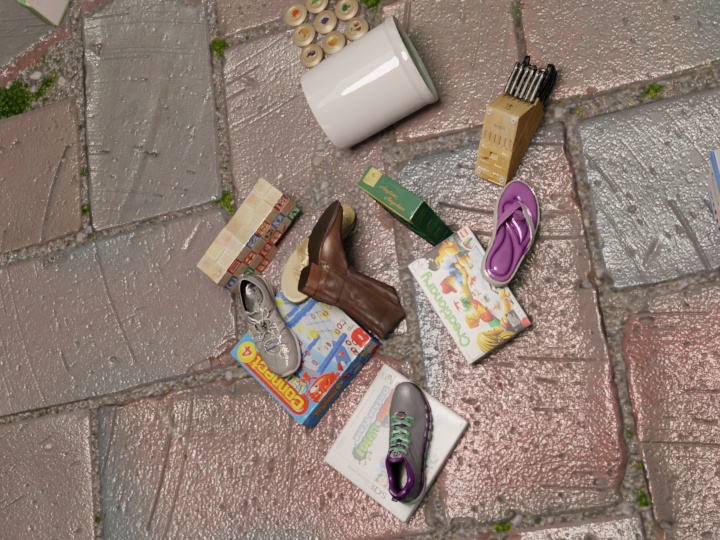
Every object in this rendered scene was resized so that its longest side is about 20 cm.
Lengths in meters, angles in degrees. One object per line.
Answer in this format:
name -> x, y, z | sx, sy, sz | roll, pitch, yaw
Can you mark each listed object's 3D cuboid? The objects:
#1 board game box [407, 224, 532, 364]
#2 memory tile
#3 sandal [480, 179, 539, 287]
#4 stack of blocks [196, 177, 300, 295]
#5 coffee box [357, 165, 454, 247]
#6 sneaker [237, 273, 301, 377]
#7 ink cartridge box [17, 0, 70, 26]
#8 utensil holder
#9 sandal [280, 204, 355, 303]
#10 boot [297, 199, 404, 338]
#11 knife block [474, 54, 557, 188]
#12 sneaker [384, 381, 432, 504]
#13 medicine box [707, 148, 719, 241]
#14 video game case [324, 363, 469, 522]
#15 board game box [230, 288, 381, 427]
board game box -> 0.185, 0.041, 1.666 | 0.126, 0.035, 0.201 | -34, 78, 9
memory tile -> -0.059, -0.463, 1.906 | 0.152, 0.017, 0.202 | -27, 70, 12
sandal -> 0.260, -0.066, 1.648 | 0.082, 0.050, 0.205 | 20, 67, -6
stack of blocks -> -0.199, -0.058, 1.804 | 0.058, 0.115, 0.201 | 37, 90, 24
coffee box -> 0.079, -0.103, 1.667 | 0.123, 0.200, 0.044 | 37, 91, 23
sneaker -> -0.171, 0.096, 1.713 | 0.074, 0.082, 0.201 | -32, 68, 10
ink cartridge box -> -0.678, -0.626, 2.072 | 0.048, 0.200, 0.147 | 21, 85, 21
utensil holder -> 0.014, -0.334, 1.767 | 0.199, 0.170, 0.171 | -27, 69, 15
sandal -> -0.080, -0.046, 1.744 | 0.077, 0.070, 0.213 | 26, 66, 18
boot -> 0.000, 0.000, 1.706 | 0.064, 0.199, 0.188 | -14, 53, 59
knife block -> 0.279, -0.267, 1.719 | 0.064, 0.175, 0.202 | 26, 131, 24
sneaker -> 0.075, 0.280, 1.611 | 0.074, 0.087, 0.203 | -6, 76, 18
medicine box -> 0.594, -0.077, 1.472 | 0.102, 0.200, 0.184 | -12, 73, 14
video game case -> 0.060, 0.292, 1.674 | 0.181, 0.024, 0.201 | 33, 89, 24
board game box -> -0.099, 0.139, 1.752 | 0.200, 0.056, 0.196 | 40, 92, 24
